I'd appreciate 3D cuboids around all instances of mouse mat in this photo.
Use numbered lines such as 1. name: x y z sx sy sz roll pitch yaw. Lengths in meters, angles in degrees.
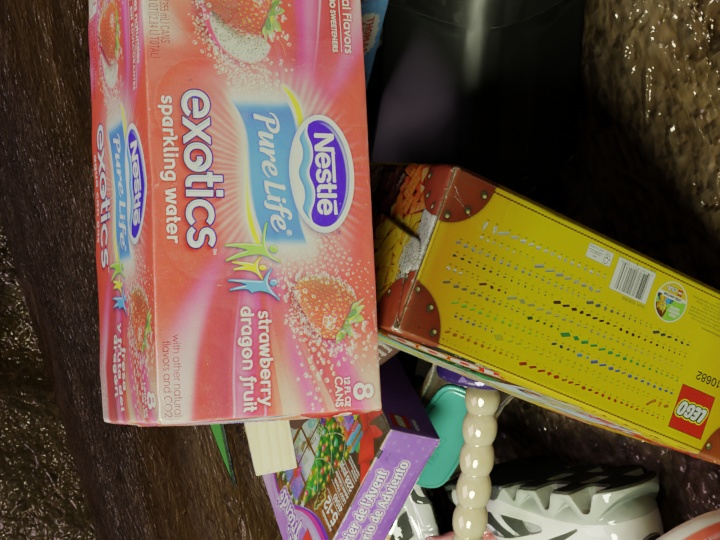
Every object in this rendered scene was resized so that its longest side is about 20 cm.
1. mouse mat: -0.115 0.037 0.907 0.200 0.007 0.162 -127 26 -66

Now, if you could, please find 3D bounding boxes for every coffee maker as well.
1. coffee maker: 0.064 -0.137 0.683 0.192 0.134 0.201 46 145 48

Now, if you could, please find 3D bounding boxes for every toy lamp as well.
1. toy lamp: 0.067 0.115 0.777 0.058 0.058 0.202 -163 76 -64

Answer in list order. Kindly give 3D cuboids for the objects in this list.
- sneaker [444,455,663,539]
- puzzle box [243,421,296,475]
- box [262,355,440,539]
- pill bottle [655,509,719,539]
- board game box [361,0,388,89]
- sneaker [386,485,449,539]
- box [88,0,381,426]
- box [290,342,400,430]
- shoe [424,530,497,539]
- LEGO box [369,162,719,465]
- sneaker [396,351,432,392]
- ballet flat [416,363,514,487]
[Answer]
1. sneaker: 0.116 0.165 0.827 0.200 0.074 0.089 -4 99 67
2. puzzle box: -0.069 -0.004 0.750 0.134 0.025 0.201 84 173 -48
3. box: -0.020 0.105 0.900 0.138 0.039 0.200 -65 27 22
4. pill bottle: 0.202 0.217 0.610 0.200 0.111 0.113 54 150 39
5. board game box: -0.041 -0.149 0.700 0.152 0.036 0.201 63 158 26
6. sneaker: 0.010 0.145 1.032 0.074 0.079 0.202 10 -115 -79
7. box: -0.056 -0.036 0.578 0.095 0.102 0.202 167 102 -65
8. box: 0.000 0.000 0.830 0.200 0.075 0.101 -37 36 25
9. shoe: 0.077 0.239 0.979 0.092 0.071 0.200 69 151 18
10. LEGO box: 0.078 0.019 0.658 0.149 0.199 0.078 10 78 65
11. sneaker: 0.037 0.068 0.928 0.066 0.090 0.201 46 144 48
12. ballet flat: 0.077 0.054 0.846 0.068 0.067 0.200 32 125 -5
